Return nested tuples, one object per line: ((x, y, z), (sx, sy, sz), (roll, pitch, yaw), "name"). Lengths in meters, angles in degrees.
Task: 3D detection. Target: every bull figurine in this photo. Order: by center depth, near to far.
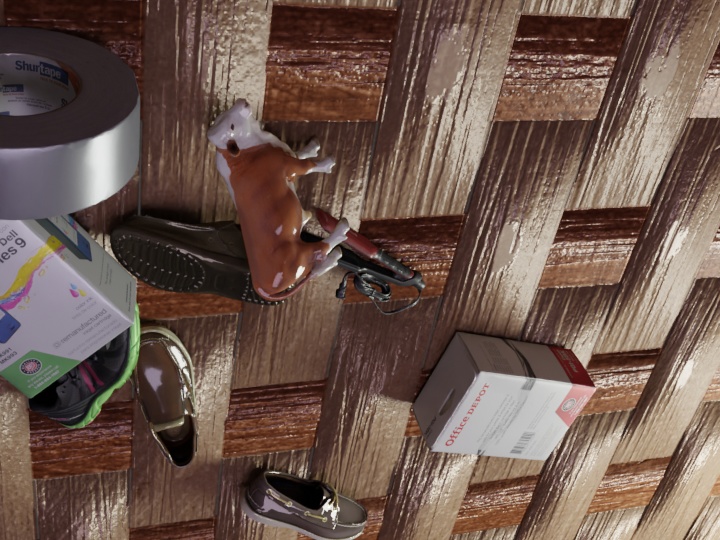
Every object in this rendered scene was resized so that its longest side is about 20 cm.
((-0.082, -0.075, 1.002), (0.120, 0.065, 0.203), (-14, 101, -22), "bull figurine")

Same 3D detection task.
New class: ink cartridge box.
((-0.337, 0.006, 0.974), (0.144, 0.088, 0.200), (-33, 121, 10), "ink cartridge box")
((0.189, 0.171, 1.339), (0.198, 0.083, 0.148), (11, 124, -29), "ink cartridge box")

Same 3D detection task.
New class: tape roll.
((-0.282, -0.126, 0.824), (0.197, 0.201, 0.067), (-4, 130, -18), "tape roll")

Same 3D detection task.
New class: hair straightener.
((0.000, 0.000, 1.159), (0.199, 0.041, 0.077), (27, 116, -41), "hair straightener")

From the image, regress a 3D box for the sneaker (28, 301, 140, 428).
((-0.301, 0.098, 1.093), (0.083, 0.077, 0.201), (17, 120, -36), "sneaker")

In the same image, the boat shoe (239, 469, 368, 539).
((-0.067, 0.322, 1.379), (0.198, 0.072, 0.060), (21, 122, -27), "boat shoe")

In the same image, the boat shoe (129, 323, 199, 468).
((-0.223, 0.152, 1.169), (0.074, 0.075, 0.204), (-16, 133, -7), "boat shoe")

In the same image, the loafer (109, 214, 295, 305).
((-0.164, -0.017, 1.057), (0.198, 0.068, 0.076), (17, 136, -13), "loafer")
